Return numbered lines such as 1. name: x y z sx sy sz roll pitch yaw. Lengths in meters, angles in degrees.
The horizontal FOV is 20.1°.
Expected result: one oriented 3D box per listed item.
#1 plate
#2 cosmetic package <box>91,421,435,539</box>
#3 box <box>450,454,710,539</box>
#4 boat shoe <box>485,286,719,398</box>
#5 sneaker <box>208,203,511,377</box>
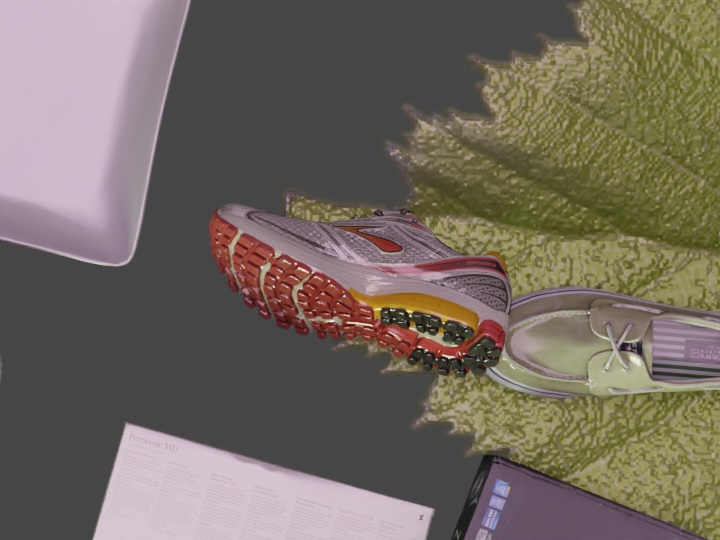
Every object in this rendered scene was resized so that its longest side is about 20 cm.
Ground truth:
1. plate: -0.220 -0.117 1.276 0.199 0.032 0.201 12 85 -6
2. cosmetic package: -0.062 0.159 1.269 0.200 0.051 0.083 17 87 -6
3. box: 0.119 0.237 1.289 0.160 0.044 0.200 23 84 -4
4. boat shoe: 0.172 0.045 1.296 0.199 0.062 0.072 0 87 -5
5. sneaker: 0.000 0.000 1.283 0.200 0.078 0.082 19 56 0
